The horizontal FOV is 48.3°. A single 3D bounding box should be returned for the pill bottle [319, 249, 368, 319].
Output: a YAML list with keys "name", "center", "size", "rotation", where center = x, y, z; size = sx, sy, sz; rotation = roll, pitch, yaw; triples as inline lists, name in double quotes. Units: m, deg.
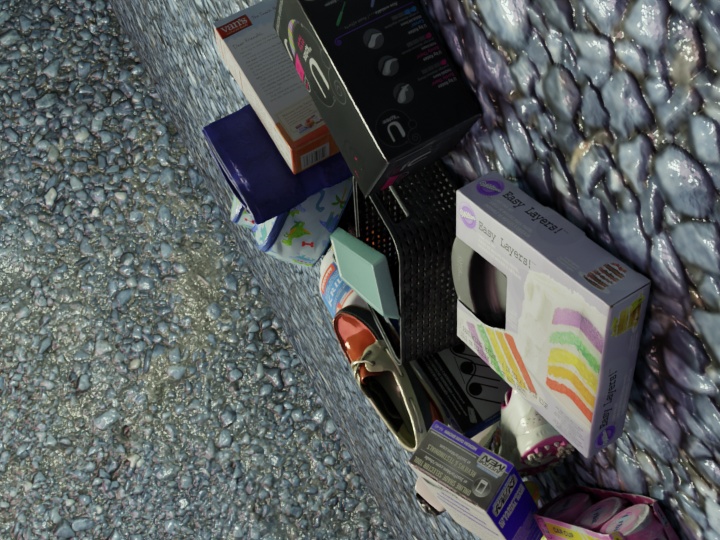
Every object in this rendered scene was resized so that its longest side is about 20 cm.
- name: "pill bottle"
  center: [-0.001, 0.034, 1.226]
  size: [0.200, 0.111, 0.113]
  rotation: [-129, 15, -63]

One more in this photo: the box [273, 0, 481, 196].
- name: "box"
  center: [0.010, -0.192, 0.766]
  size: [0.202, 0.105, 0.122]
  rotation: [61, 167, 4]

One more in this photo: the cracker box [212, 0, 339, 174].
- name: "cracker box"
  center: [-0.068, -0.228, 0.936]
  size: [0.201, 0.133, 0.058]
  rotation: [58, 167, 19]

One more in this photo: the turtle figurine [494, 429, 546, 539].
- name: "turtle figurine"
  center: [0.220, 0.321, 1.063]
  size: [0.201, 0.064, 0.162]
  rotation: [54, 165, 32]

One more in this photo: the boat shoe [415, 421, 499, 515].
- name: "boat shoe"
  center: [0.145, 0.224, 1.061]
  size: [0.074, 0.202, 0.092]
  rotation: [36, -163, 31]

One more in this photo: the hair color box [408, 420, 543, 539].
- name: "hair color box"
  center: [0.141, 0.261, 0.931]
  size: [0.109, 0.065, 0.200]
  rotation: [25, 161, 36]

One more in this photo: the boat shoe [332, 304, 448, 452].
- name: "boat shoe"
  center: [0.026, 0.126, 0.958]
  size: [0.201, 0.062, 0.071]
  rotation: [54, 126, 16]

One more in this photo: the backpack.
- name: "backpack"
  center: [-0.091, -0.103, 1.077]
  size: [0.145, 0.185, 0.200]
  rotation: [21, -172, -17]

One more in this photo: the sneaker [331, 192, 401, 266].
- name: "sneaker"
  center: [0.001, -0.055, 1.107]
  size: [0.070, 0.089, 0.200]
  rotation: [58, 167, 16]

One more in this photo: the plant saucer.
- name: "plant saucer"
  center: [0.000, 0.000, 0.917]
  size: [0.200, 0.019, 0.071]
  rotation: [-141, 36, -71]

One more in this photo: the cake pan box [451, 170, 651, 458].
- name: "cake pan box"
  center: [0.156, 0.035, 0.709]
  size: [0.200, 0.052, 0.186]
  rotation: [46, 150, 42]

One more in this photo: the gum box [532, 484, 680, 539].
- name: "gum box"
  center: [0.266, 0.294, 0.825]
  size: [0.114, 0.066, 0.200]
  rotation: [60, 167, 4]

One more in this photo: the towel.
- name: "towel"
  center: [-0.073, -0.152, 0.963]
  size: [0.149, 0.198, 0.050]
  rotation: [58, 169, 19]

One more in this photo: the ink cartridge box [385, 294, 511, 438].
- name: "ink cartridge box"
  center: [0.108, 0.102, 0.994]
  size: [0.201, 0.093, 0.044]
  rotation: [56, 165, 26]

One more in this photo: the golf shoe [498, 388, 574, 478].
- name: "golf shoe"
  center: [0.193, 0.185, 0.922]
  size: [0.201, 0.074, 0.093]
  rotation: [96, 159, -64]

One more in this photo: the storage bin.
- name: "storage bin"
  center: [0.060, -0.011, 0.890]
  size: [0.202, 0.093, 0.136]
  rotation: [85, 163, -47]
